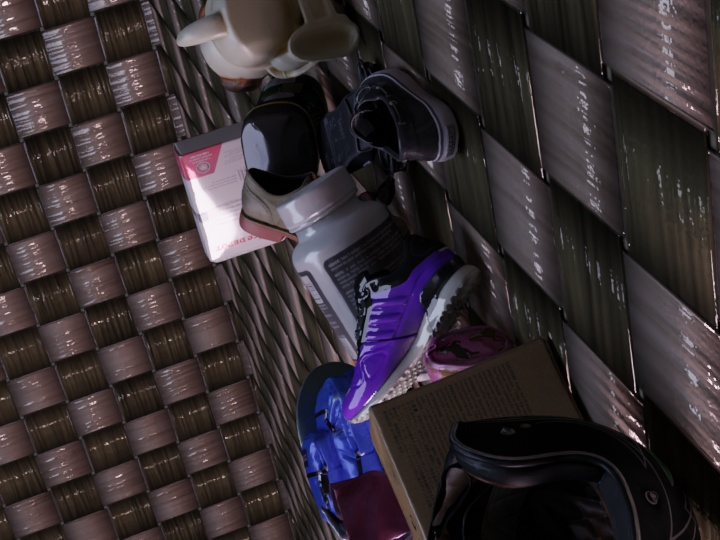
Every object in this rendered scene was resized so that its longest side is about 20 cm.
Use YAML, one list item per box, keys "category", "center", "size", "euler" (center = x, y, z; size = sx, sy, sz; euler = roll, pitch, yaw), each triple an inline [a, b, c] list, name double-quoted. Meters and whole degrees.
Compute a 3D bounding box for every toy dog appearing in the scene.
- category: "toy dog"
  center: [-0.111, -0.257, 1.459]
  size: [0.140, 0.193, 0.200]
  euler: [60, 164, -8]

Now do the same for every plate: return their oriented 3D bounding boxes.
- category: "plate"
  center: [-0.008, 0.219, 1.844]
  size: [0.025, 0.199, 0.202]
  euler: [-26, 81, 39]

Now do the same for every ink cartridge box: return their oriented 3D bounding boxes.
- category: "ink cartridge box"
  center: [-0.221, -0.135, 2.287]
  size: [0.083, 0.145, 0.201]
  euler: [-129, 23, -62]
- category: "ink cartridge box"
  center: [0.116, 0.180, 1.104]
  size: [0.075, 0.164, 0.201]
  euler: [88, 161, -63]

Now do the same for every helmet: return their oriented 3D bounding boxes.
- category: "helmet"
  center: [0.142, 0.196, 0.945]
  size: [0.200, 0.189, 0.202]
  euler: [12, -90, -84]

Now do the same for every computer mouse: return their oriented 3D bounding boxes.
- category: "computer mouse"
  center: [0.011, -0.127, 1.438]
  size: [0.200, 0.046, 0.142]
  euler: [131, 124, -64]

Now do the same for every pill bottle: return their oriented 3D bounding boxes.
- category: "pill bottle"
  center: [0.000, 0.000, 1.373]
  size: [0.201, 0.110, 0.111]
  euler: [58, 171, -8]

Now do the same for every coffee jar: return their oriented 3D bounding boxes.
- category: "coffee jar"
  center: [-0.086, -0.162, 1.589]
  size: [0.200, 0.085, 0.105]
  euler: [-79, -20, -69]

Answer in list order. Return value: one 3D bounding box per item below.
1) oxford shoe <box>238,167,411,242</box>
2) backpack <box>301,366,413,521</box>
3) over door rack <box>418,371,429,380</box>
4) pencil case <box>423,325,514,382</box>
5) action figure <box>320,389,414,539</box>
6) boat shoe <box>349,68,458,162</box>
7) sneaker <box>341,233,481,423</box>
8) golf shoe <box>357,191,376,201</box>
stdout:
- category: "oxford shoe"
  center: [-0.041, -0.065, 1.469]
  size: [0.071, 0.198, 0.075]
  euler: [-63, -21, -56]
- category: "backpack"
  center: [0.009, 0.223, 1.719]
  size: [0.162, 0.166, 0.202]
  euler: [139, 116, -72]
- category: "over door rack"
  center: [0.071, 0.152, 1.502]
  size: [0.200, 0.066, 0.149]
  euler: [-127, 22, -58]
- category: "pencil case"
  center: [0.115, 0.149, 1.259]
  size: [0.083, 0.086, 0.202]
  euler: [33, 139, 57]
- category: "action figure"
  center: [0.065, 0.221, 1.344]
  size: [0.134, 0.199, 0.149]
  euler: [61, 175, -32]
- category: "boat shoe"
  center: [0.024, -0.139, 1.251]
  size: [0.200, 0.066, 0.071]
  euler: [-133, 37, -59]
- category: "sneaker"
  center: [0.027, 0.050, 1.289]
  size: [0.099, 0.201, 0.069]
  euler: [39, -160, 15]
- category: "golf shoe"
  center: [0.008, -0.003, 1.529]
  size: [0.073, 0.091, 0.201]
  euler: [85, 161, -46]
